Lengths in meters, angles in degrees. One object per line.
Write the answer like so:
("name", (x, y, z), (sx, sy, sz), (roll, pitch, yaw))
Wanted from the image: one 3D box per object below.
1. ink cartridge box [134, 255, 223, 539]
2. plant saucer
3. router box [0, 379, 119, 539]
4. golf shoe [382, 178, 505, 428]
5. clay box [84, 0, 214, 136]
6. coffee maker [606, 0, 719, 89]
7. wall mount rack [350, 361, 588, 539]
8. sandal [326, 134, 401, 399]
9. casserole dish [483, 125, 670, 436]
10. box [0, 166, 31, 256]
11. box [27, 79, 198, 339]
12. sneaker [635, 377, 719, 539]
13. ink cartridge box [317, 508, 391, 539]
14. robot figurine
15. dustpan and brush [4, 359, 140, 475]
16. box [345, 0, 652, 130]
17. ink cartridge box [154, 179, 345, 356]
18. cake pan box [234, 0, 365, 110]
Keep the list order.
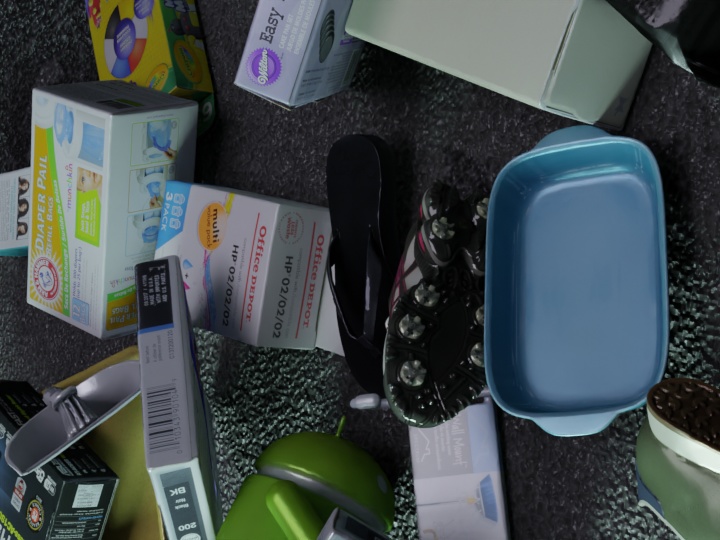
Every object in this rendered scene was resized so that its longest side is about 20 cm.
("ink cartridge box", (-0.138, 0.129, 1.051), (0.201, 0.043, 0.199), (85, 174, -47))
("plant saucer", (-0.229, 0.191, 1.254), (0.199, 0.048, 0.202), (-25, 69, 42))
("router box", (-0.315, 0.213, 1.263), (0.199, 0.062, 0.151), (33, 111, 44))
("golf shoe", (0.052, 0.035, 0.915), (0.088, 0.077, 0.201), (121, 169, -47))
("clay box", (-0.198, -0.204, 1.260), (0.115, 0.047, 0.202), (-32, 63, 41))
("coffee maker", (0.239, -0.210, 0.753), (0.192, 0.134, 0.201), (43, 120, 14))
("wall mount rack", (0.083, 0.137, 0.909), (0.172, 0.074, 0.202), (-10, 79, 21))
("sandal", (-0.001, 0.000, 1.013), (0.076, 0.043, 0.203), (-13, 86, 41))
("casserole dish", (0.140, 0.008, 0.851), (0.120, 0.039, 0.202), (-8, 68, 28))
("box", (-0.319, -0.062, 1.373), (0.199, 0.049, 0.083), (-4, 83, 47))
("box", (-0.221, -0.057, 1.193), (0.112, 0.101, 0.202), (19, 112, 36))
("sneaker", (0.236, 0.148, 0.756), (0.200, 0.067, 0.091), (36, 135, 31))
("ink cartridge box", (0.022, 0.284, 0.874), (0.199, 0.043, 0.199), (29, 107, -3))
("robot figurine", (-0.048, 0.207, 0.979), (0.115, 0.176, 0.201), (20, 68, 13))
("dustpan and brush", (-0.260, 0.122, 1.199), (0.057, 0.139, 0.200), (54, 163, -1))
("box", (0.091, -0.165, 0.913), (0.199, 0.094, 0.079), (29, 105, 43))
("ink cartridge box", (-0.087, -0.004, 1.106), (0.199, 0.067, 0.117), (13, 96, 46))
("cake pan box", (-0.017, -0.219, 0.980), (0.052, 0.200, 0.186), (23, 106, 7))
